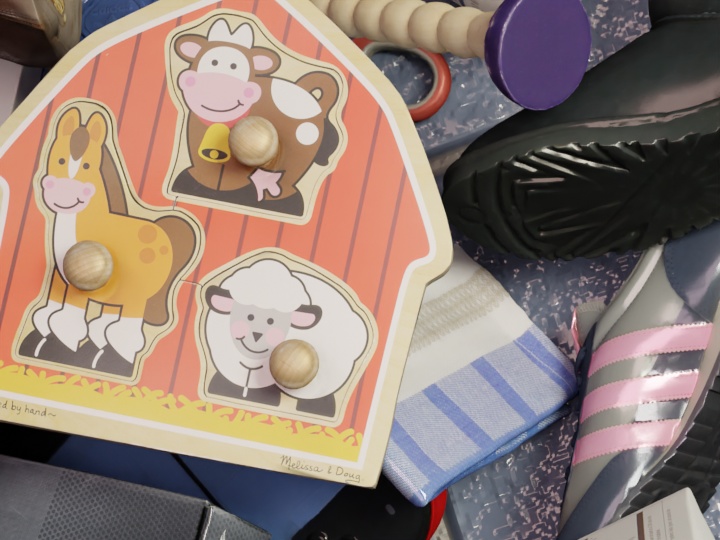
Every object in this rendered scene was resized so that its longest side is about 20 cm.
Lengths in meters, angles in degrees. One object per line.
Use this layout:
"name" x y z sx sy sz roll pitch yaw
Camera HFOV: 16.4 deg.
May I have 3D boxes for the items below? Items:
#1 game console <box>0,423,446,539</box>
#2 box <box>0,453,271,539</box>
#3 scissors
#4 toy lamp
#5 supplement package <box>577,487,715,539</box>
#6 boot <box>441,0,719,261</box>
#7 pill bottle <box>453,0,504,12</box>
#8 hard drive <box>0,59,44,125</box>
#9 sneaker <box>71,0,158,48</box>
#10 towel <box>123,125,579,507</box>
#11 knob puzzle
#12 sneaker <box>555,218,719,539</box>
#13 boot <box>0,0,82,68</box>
"game console" -0.073 0.078 1.082 0.200 0.031 0.177 49 118 9
"box" -0.148 0.161 1.057 0.200 0.051 0.158 9 74 36
"scissors" -0.037 -0.127 1.161 0.073 0.014 0.200 -43 75 7
"toy lamp" 0.013 -0.106 1.070 0.200 0.058 0.058 20 85 49
"supplement package" 0.124 0.211 0.958 0.111 0.156 0.200 -26 97 8
"boot" 0.131 -0.101 1.064 0.200 0.076 0.168 -15 49 22
"pill bottle" 0.021 -0.197 1.108 0.200 0.111 0.111 33 90 17
"hard drive" -0.241 -0.124 1.189 0.200 0.025 0.132 21 107 17
"sneaker" -0.093 -0.101 1.149 0.070 0.078 0.200 -1 59 20
"towel" 0.000 0.000 1.061 0.200 0.147 0.024 50 124 11
"knob puzzle" -0.060 -0.027 0.997 0.219 0.030 0.220 -1 80 4
"sneaker" 0.117 0.058 1.071 0.082 0.070 0.200 25 85 34
"boot" -0.218 -0.168 1.071 0.200 0.187 0.064 20 65 28
